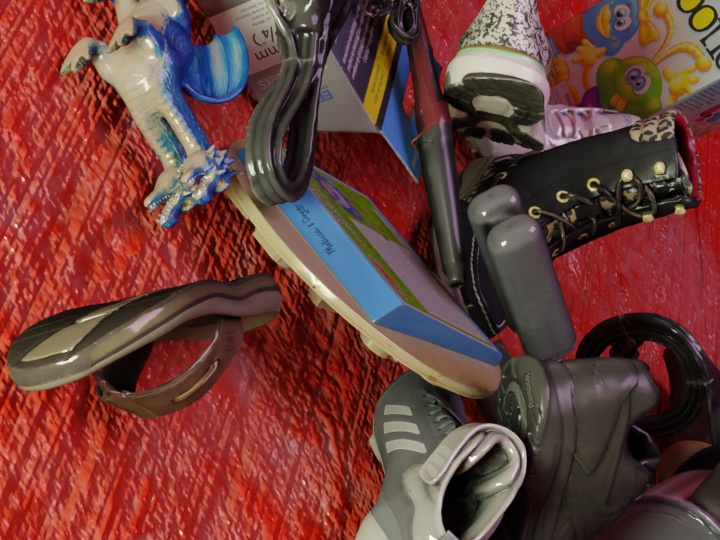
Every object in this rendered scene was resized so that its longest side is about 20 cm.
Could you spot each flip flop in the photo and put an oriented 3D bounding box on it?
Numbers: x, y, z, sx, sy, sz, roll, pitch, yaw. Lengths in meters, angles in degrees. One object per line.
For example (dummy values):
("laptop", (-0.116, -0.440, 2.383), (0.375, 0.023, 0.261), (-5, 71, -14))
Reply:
("flip flop", (-0.092, 0.039, 1.114), (0.200, 0.081, 0.058), (-9, 87, -69))

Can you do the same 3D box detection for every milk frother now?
("milk frother", (0.187, 0.136, 1.486), (0.199, 0.181, 0.188), (23, 15, 22))

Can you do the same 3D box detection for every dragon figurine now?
("dragon figurine", (-0.099, -0.113, 1.252), (0.099, 0.059, 0.201), (46, 33, -33))

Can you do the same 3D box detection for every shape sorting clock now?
("shape sorting clock", (0.000, 0.000, 1.306), (0.200, 0.039, 0.200), (43, 10, -10))

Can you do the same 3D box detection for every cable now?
("cable", (-0.039, -0.123, 1.278), (0.097, 0.050, 0.201), (39, 53, -60))

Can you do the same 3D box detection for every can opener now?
("can opener", (0.088, 0.036, 1.381), (0.053, 0.067, 0.200), (60, -4, 41))

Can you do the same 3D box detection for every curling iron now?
("curling iron", (0.035, -0.084, 1.387), (0.049, 0.025, 0.201), (5, 68, -46))

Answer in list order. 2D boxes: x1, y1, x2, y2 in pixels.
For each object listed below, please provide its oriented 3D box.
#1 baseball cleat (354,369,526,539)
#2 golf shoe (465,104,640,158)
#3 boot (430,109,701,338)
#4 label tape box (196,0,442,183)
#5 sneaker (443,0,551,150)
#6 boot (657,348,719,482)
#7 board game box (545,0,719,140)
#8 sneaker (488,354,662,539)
("baseball cleat", (0.051, 0.102, 1.264), (0.070, 0.106, 0.200), (40, 29, -18))
("golf shoe", (0.144, -0.096, 1.648), (0.200, 0.097, 0.079), (23, 47, -51))
("boot", (0.131, -0.034, 1.486), (0.204, 0.153, 0.074), (-68, 138, -60))
("label tape box", (-0.031, -0.155, 1.413), (0.200, 0.063, 0.144), (58, 24, -26))
("sneaker", (0.092, -0.130, 1.478), (0.200, 0.076, 0.089), (115, -10, -82))
("boot", (0.283, 0.157, 1.680), (0.200, 0.072, 0.167), (42, 34, -29))
("board game box", (0.244, -0.165, 1.780), (0.105, 0.199, 0.103), (10, 56, -59))
("sneaker", (0.118, 0.121, 1.304), (0.200, 0.090, 0.076), (98, -20, -50))
